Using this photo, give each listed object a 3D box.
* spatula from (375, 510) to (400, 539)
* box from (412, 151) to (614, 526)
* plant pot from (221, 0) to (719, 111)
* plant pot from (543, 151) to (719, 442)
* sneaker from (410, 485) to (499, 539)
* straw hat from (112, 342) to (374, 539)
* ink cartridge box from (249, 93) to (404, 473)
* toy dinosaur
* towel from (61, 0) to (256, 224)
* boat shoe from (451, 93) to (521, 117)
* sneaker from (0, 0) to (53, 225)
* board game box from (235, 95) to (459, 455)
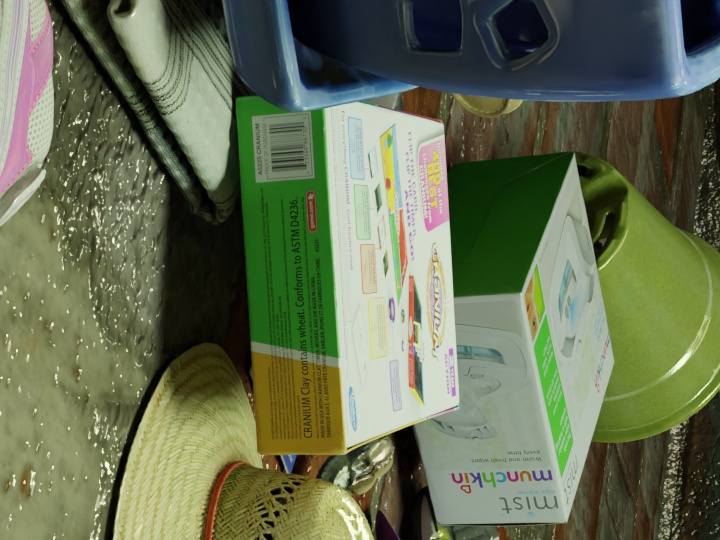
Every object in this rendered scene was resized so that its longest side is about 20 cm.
[{"bbox_3d":[0.055,0.199,1.035,0.021,0.200,0.057,-16,115,-29],"label":"spatula"},{"bbox_3d":[0.097,0.044,1.193,0.200,0.097,0.177,-60,141,-57],"label":"box"},{"bbox_3d":[0.045,-0.162,0.696,0.200,0.180,0.200,-28,110,-69],"label":"plant pot"},{"bbox_3d":[0.179,0.007,1.382,0.190,0.200,0.200,48,47,-52],"label":"plant pot"},{"bbox_3d":[0.057,0.246,1.194,0.074,0.085,0.200,3,69,-49],"label":"sneaker"},{"bbox_3d":[-0.039,0.136,0.791,0.201,0.085,0.201,4,90,-74],"label":"straw hat"},{"bbox_3d":[-0.008,0.005,0.954,0.099,0.039,0.200,75,25,-50],"label":"ink cartridge box"},{"bbox_3d":[-0.025,0.184,0.936,0.088,0.047,0.200,66,36,-52],"label":"toy dinosaur"},{"bbox_3d":[-0.064,-0.146,0.724,0.200,0.035,0.193,62,35,-61],"label":"towel"},{"bbox_3d":[0.056,-0.165,1.076,0.201,0.073,0.063,74,32,-43],"label":"boat shoe"},{"bbox_3d":[-0.123,-0.028,0.467,0.088,0.081,0.200,69,30,-53],"label":"sneaker"},{"bbox_3d":[0.000,0.000,0.827,0.200,0.040,0.153,-1,87,-73],"label":"board game box"}]
